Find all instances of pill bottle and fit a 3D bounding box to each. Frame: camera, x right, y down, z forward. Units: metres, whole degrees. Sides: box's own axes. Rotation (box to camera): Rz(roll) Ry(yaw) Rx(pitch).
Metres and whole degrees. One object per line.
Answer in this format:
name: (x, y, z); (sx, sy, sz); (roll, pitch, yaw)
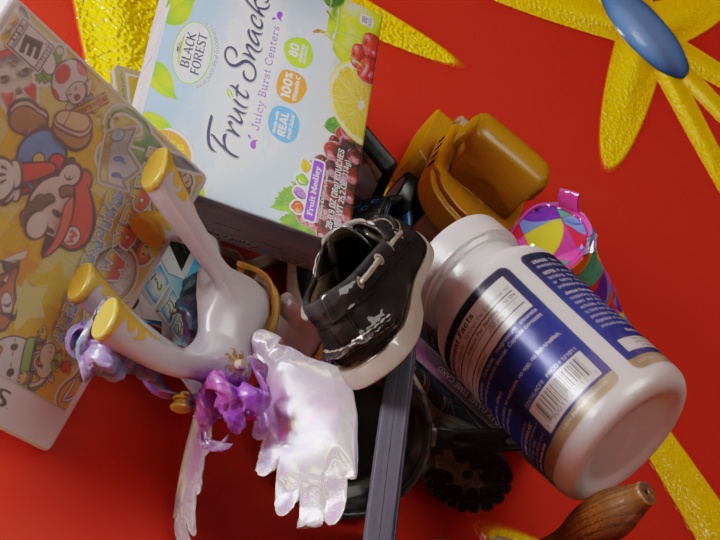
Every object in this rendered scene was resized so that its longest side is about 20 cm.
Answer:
pill bottle: (0.127, 0.055, 0.756); (0.114, 0.117, 0.200); (-1, 38, -42)

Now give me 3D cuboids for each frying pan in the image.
frying pan: (0.030, 0.107, 0.759); (0.187, 0.031, 0.117); (-21, 108, -13)

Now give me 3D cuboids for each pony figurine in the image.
pony figurine: (-0.081, 0.056, 0.633); (0.199, 0.165, 0.196); (38, 50, -36)

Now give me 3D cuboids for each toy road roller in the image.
toy road roller: (0.113, -0.090, 0.997); (0.122, 0.146, 0.201); (38, 39, -9)

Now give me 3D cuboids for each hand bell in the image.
hand bell: (0.124, 0.193, 0.715); (0.103, 0.200, 0.105); (23, 42, -23)

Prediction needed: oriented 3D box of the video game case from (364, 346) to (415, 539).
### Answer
video game case: (0.011, 0.166, 0.641); (0.019, 0.202, 0.144); (8, 43, 2)

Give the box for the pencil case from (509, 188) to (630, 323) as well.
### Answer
pencil case: (0.197, 0.021, 0.959); (0.201, 0.087, 0.090); (57, 21, -48)

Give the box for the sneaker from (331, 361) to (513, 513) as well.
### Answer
sneaker: (0.034, 0.106, 0.822); (0.200, 0.077, 0.087); (44, 16, -16)

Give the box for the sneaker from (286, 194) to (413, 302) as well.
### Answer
sneaker: (-0.011, -0.056, 0.854); (0.073, 0.111, 0.204); (20, 51, -49)

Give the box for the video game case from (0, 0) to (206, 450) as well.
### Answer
video game case: (-0.193, -0.019, 0.600); (0.182, 0.023, 0.202); (44, 69, -49)

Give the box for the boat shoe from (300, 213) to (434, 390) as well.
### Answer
boat shoe: (0.000, 0.000, 0.653); (0.061, 0.073, 0.201); (52, 20, -16)

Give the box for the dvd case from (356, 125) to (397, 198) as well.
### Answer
dvd case: (-0.046, -0.143, 0.918); (0.017, 0.143, 0.201); (-38, 84, -13)

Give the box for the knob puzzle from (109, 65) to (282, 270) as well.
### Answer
knob puzzle: (-0.107, -0.086, 0.885); (0.217, 0.030, 0.223); (25, 43, -25)

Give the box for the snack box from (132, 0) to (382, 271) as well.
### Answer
snack box: (-0.080, -0.123, 0.772); (0.166, 0.068, 0.204); (19, 64, -21)

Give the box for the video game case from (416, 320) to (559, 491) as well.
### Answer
video game case: (0.089, 0.088, 0.868); (0.200, 0.019, 0.143); (44, 8, -5)

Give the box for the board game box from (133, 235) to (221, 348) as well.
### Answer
board game box: (-0.162, -0.027, 0.751); (0.124, 0.035, 0.203); (11, 55, -25)
